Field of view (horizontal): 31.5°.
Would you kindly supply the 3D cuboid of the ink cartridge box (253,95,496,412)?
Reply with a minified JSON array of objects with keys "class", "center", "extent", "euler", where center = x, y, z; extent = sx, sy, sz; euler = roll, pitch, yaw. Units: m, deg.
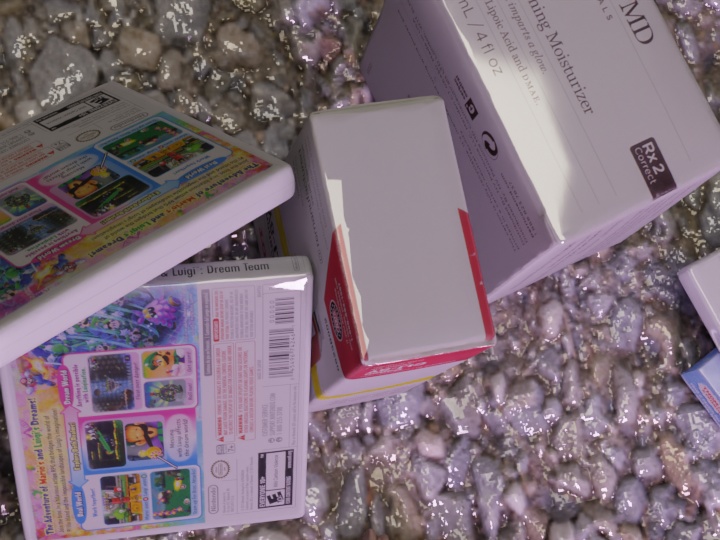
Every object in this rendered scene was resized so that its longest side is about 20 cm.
[{"class":"ink cartridge box","center":[0.000,0.000,0.783],"extent":[0.082,0.200,0.147],"euler":[-10,79,-16]}]

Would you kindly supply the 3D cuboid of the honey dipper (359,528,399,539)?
[{"class":"honey dipper","center":[0.089,0.222,0.838],"extent":[0.198,0.038,0.038],"euler":[22,75,-6]}]

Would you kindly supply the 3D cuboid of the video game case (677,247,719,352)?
[{"class":"video game case","center":[0.347,0.037,0.894],"extent":[0.198,0.023,0.184],"euler":[-26,83,-15]}]

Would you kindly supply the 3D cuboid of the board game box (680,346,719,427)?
[{"class":"board game box","center":[0.351,0.075,0.917],"extent":[0.199,0.037,0.152],"euler":[-36,86,-14]}]

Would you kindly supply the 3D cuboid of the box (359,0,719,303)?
[{"class":"box","center":[0.109,-0.106,0.829],"extent":[0.129,0.200,0.201],"euler":[-25,82,-14]}]

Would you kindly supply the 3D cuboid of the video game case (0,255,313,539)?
[{"class":"video game case","center":[-0.120,0.083,0.766],"extent":[0.179,0.202,0.024],"euler":[-4,37,-10]}]

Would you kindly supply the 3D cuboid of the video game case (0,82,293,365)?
[{"class":"video game case","center":[-0.168,-0.037,0.714],"extent":[0.199,0.024,0.181],"euler":[-32,42,-32]}]
